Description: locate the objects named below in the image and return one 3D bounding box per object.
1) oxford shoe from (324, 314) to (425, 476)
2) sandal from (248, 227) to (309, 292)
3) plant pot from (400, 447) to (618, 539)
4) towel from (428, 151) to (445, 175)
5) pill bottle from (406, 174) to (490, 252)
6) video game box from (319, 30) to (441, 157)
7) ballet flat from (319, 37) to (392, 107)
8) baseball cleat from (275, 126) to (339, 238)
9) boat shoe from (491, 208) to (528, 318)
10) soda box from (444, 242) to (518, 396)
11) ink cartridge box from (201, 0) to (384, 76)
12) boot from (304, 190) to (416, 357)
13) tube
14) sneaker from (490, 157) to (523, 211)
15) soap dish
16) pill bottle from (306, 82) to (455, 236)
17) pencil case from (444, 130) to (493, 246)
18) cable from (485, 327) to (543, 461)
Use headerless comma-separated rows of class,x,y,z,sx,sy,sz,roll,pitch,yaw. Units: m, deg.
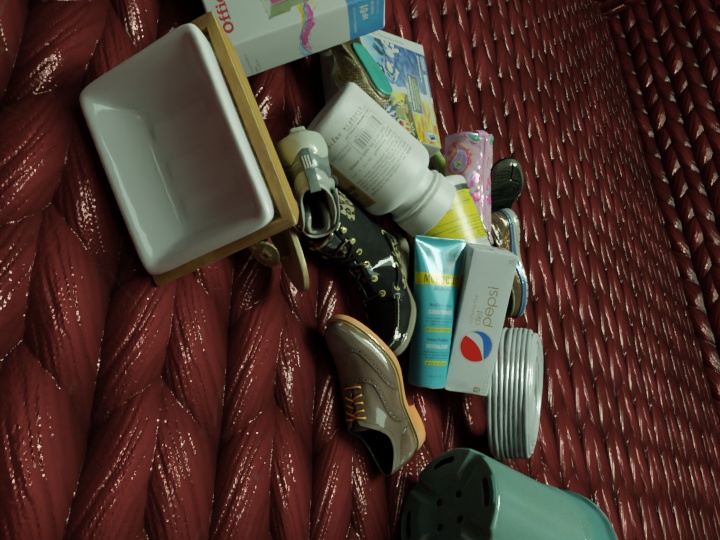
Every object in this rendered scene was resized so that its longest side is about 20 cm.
oxford shoe,0.010,0.145,0.687,0.073,0.071,0.200,-41,105,-47
sandal,-0.125,-0.065,0.646,0.070,0.078,0.212,-15,76,-22
plant pot,0.166,0.320,0.705,0.196,0.200,0.200,38,45,-24
towel,0.089,-0.196,0.985,0.200,0.023,0.144,-16,77,-53
pill bottle,0.138,-0.034,0.902,0.112,0.112,0.200,-17,86,-53
video game box,0.028,-0.281,0.910,0.182,0.047,0.200,4,67,-30
ballet flat,-0.026,-0.302,0.815,0.070,0.065,0.200,-7,69,-52
baseball cleat,-0.060,-0.080,0.653,0.200,0.070,0.107,87,-11,-82
boat shoe,0.245,-0.007,1.061,0.072,0.072,0.200,-13,97,-22
soda box,0.159,0.066,0.822,0.068,0.064,0.200,-100,-161,-79
ink cartridge box,-0.087,-0.333,0.693,0.085,0.200,0.145,64,5,-85
boot,0.000,0.000,0.743,0.151,0.073,0.200,37,42,-36
tube,0.099,0.055,0.798,0.077,0.050,0.200,5,91,-27
sneaker,0.246,-0.159,1.087,0.200,0.076,0.114,72,7,-62
soap dish,-0.153,-0.106,0.548,0.200,0.157,0.081,68,20,1
pill bottle,0.025,-0.139,0.783,0.200,0.114,0.114,38,44,-17
pencil case,0.182,-0.128,0.982,0.087,0.087,0.200,-5,95,-52
cable,0.234,0.187,0.896,0.200,0.069,0.200,63,34,-51
